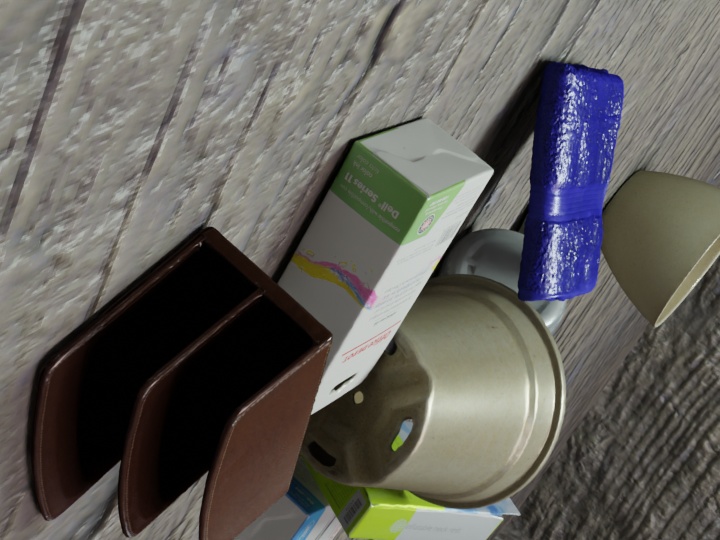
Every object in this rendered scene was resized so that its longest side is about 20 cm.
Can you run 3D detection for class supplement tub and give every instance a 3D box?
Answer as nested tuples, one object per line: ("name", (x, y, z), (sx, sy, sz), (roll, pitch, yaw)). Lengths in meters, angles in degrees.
("supplement tub", (0.114, 0.063, 1.431), (0.122, 0.122, 0.201), (-41, 163, -33))

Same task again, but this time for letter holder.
("letter holder", (-0.111, 0.098, 0.883), (0.142, 0.100, 0.201), (-40, 162, -30))

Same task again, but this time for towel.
("towel", (0.183, -0.075, 1.278), (0.147, 0.049, 0.202), (-17, 113, -67))

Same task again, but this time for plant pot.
("plant pot", (0.039, 0.099, 1.211), (0.201, 0.200, 0.183), (-55, 153, 17))

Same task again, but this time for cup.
("cup", (0.392, -0.049, 1.957), (0.200, 0.143, 0.201), (-46, 165, -16))

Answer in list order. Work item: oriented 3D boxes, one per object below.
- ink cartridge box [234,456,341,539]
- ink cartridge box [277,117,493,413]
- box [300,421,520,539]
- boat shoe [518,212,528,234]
("ink cartridge box", (-0.064, 0.235, 1.412), (0.116, 0.067, 0.200), (-55, 165, 13))
("ink cartridge box", (0.000, 0.000, 1.042), (0.201, 0.067, 0.117), (-60, 164, 26))
("box", (0.043, 0.191, 1.377), (0.199, 0.122, 0.048), (14, 121, -43))
("boat shoe", (0.199, -0.033, 1.564), (0.200, 0.066, 0.074), (-57, 164, 19))
